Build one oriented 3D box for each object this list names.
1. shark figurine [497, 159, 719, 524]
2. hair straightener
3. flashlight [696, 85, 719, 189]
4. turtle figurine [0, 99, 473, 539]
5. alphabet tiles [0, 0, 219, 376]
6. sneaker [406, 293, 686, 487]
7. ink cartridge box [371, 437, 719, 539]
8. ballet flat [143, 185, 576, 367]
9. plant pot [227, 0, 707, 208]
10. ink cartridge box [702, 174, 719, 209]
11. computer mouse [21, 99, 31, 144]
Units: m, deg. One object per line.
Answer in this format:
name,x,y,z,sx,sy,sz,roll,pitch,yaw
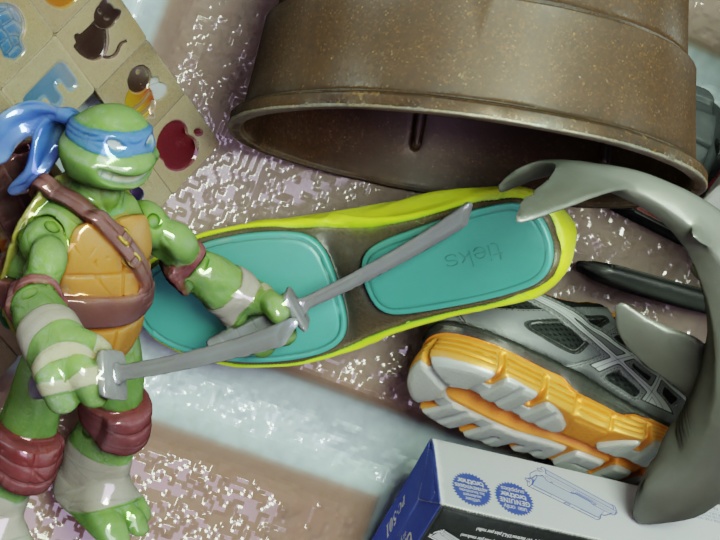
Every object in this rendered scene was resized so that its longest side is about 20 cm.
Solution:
shark figurine,0.144,0.029,0.714,0.128,0.090,0.215,-18,126,13
hair straightener,0.191,0.032,0.884,0.200,0.041,0.077,24,88,-21
flashlight,0.209,-0.034,0.864,0.200,0.068,0.068,20,84,-18
turtle figurine,-0.082,0.045,0.714,0.200,0.144,0.194,19,118,-4
alphabet tiles,-0.159,-0.063,0.726,0.167,0.008,0.200,-48,132,-17
sneaker,0.114,0.057,0.843,0.200,0.078,0.077,31,52,-27
ink cartridge box,0.108,0.143,0.837,0.200,0.044,0.094,14,129,-17
ballet flat,0.000,0.000,0.798,0.200,0.067,0.067,-10,101,16
plant pot,0.057,-0.141,0.754,0.200,0.200,0.199,10,85,-17
ink cartridge box,0.279,-0.073,0.763,0.147,0.146,0.200,42,62,-1
computer mouse,-0.204,-0.112,0.758,0.059,0.034,0.200,-37,100,4
